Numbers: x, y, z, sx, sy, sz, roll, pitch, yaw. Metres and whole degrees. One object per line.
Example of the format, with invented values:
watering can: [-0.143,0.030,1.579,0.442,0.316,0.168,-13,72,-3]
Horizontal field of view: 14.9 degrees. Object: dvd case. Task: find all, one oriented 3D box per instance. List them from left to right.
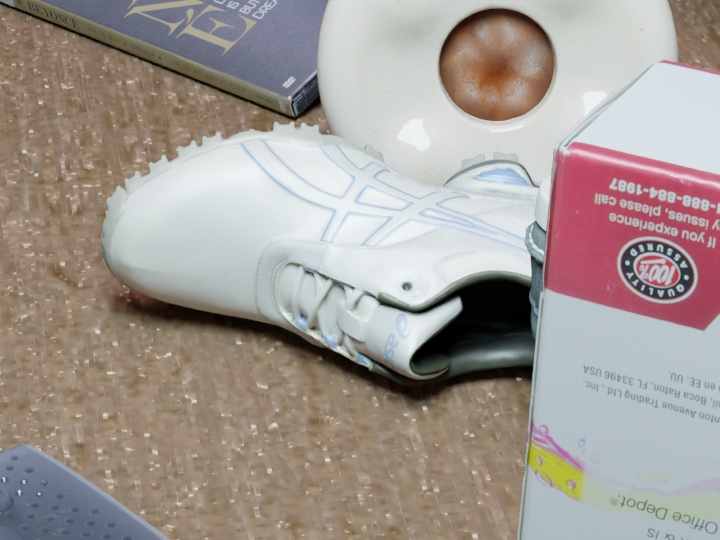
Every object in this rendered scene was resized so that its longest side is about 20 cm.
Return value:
dvd case: [-0.061,-0.151,1.312,0.200,0.016,0.149,23,55,34]

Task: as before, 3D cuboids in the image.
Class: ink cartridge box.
ink cartridge box: [0.127,0.057,0.800,0.146,0.200,0.083,14,28,21]

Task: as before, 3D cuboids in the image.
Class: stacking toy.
stacking toy: [0.057,-0.101,1.191,0.146,0.146,0.200,3,13,0]

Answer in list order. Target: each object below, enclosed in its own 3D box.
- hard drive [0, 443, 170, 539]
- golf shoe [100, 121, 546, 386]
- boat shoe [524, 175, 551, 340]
hard drive: [-0.098,0.126,0.818,0.135,0.042,0.200,-19,35,-33]
golf shoe: [0.000,0.000,1.031,0.200,0.078,0.097,1,34,0]
boat shoe: [0.129,-0.011,1.030,0.073,0.062,0.200,25,24,35]
